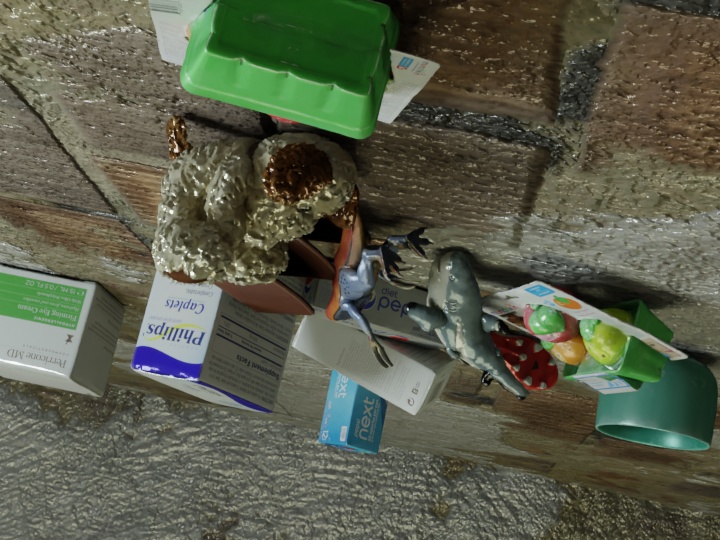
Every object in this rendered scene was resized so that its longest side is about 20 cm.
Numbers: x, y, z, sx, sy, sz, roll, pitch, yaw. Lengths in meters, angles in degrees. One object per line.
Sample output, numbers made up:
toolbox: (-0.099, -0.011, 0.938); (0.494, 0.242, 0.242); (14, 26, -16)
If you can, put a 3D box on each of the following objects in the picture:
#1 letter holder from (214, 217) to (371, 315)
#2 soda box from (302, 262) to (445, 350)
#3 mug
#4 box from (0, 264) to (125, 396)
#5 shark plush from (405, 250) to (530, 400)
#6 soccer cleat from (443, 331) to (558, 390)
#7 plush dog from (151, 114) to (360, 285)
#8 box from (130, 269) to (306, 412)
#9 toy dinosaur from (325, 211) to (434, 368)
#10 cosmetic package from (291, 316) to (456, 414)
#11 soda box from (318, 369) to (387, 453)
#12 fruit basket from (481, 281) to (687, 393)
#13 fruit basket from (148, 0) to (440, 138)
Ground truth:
letter holder: (-0.082, -0.023, 1.215); (0.141, 0.101, 0.200); (5, 164, 22)
soda box: (0.024, 0.046, 1.460); (0.199, 0.064, 0.068); (17, 167, -19)
mug: (0.392, 0.169, 1.513); (0.151, 0.115, 0.185); (14, 166, -9)
box: (-0.544, 0.107, 1.964); (0.198, 0.172, 0.200); (11, 166, 7)
shark plush: (0.130, 0.072, 1.286); (0.083, 0.201, 0.091); (-22, -172, 38)
soccer cleat: (0.190, 0.116, 1.598); (0.199, 0.069, 0.085); (21, 173, -20)
plush dog: (-0.085, -0.074, 1.009); (0.171, 0.161, 0.200); (-10, 176, 15)
box: (-0.165, 0.052, 1.365); (0.104, 0.201, 0.184); (6, 165, 27)
toy dinosaur: (0.000, 0.000, 1.235); (0.200, 0.105, 0.181); (50, 141, -13)
cosmetic package: (0.019, 0.111, 1.533); (0.199, 0.074, 0.102); (29, -165, 16)
soda box: (0.001, 0.159, 1.634); (0.068, 0.201, 0.064); (23, 162, -39)
fruit basket: (0.241, 0.071, 1.288); (0.199, 0.094, 0.185); (19, 166, -16)
fruit basket: (-0.049, -0.148, 0.775); (0.184, 0.094, 0.200); (14, -179, -6)
